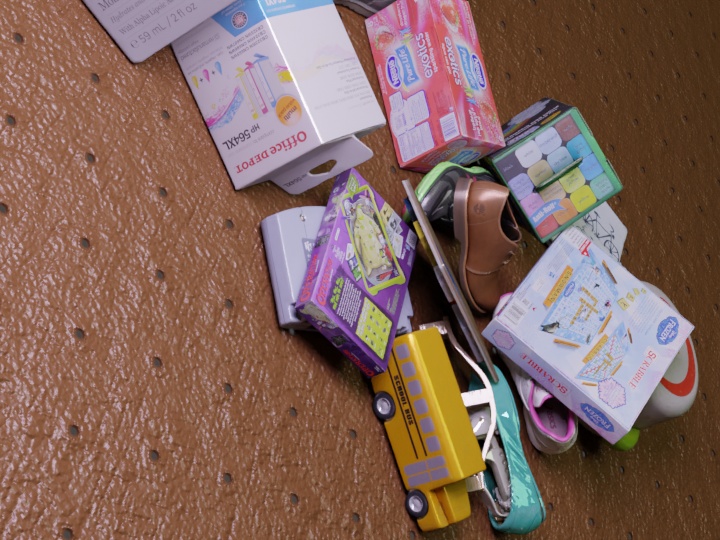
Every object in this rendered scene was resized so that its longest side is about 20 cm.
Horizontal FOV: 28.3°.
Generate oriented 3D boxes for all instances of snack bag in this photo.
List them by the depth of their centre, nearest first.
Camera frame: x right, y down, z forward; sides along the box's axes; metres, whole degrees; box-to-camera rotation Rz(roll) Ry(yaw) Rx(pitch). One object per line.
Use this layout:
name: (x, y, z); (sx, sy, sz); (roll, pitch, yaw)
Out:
snack bag: (0.314, -0.059, 1.991); (0.189, 0.021, 0.200); (50, 39, -21)

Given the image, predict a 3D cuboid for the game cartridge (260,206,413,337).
game cartridge: (-0.024, 0.001, 1.513); (0.199, 0.040, 0.134); (9, 67, -50)

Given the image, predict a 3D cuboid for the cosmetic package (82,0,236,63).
cosmetic package: (-0.194, -0.346, 1.378); (0.200, 0.164, 0.165); (51, 39, -19)

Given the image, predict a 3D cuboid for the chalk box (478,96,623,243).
chalk box: (0.232, -0.123, 1.759); (0.124, 0.124, 0.200); (57, 3, -13)

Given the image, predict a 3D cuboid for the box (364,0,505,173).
box: (0.089, -0.227, 1.729); (0.094, 0.102, 0.201); (7, 64, -50)

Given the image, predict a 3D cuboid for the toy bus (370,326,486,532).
toy bus: (0.072, 0.167, 1.505); (0.065, 0.078, 0.201); (-9, 78, -53)

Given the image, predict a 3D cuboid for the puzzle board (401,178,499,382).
puzzle board: (0.097, 0.014, 1.583); (0.151, 0.017, 0.200); (-109, 172, -47)

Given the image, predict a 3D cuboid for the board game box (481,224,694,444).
board game box: (0.271, 0.071, 1.687); (0.199, 0.041, 0.200); (41, 51, 4)

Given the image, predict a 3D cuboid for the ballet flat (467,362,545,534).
ballet flat: (0.148, 0.199, 1.600); (0.070, 0.067, 0.201); (-8, 74, -33)

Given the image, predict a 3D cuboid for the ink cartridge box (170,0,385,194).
ink cartridge box: (-0.079, -0.183, 1.464); (0.125, 0.128, 0.201); (-24, 90, -54)

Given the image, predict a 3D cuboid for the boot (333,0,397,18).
boot: (0.046, -0.380, 1.673); (0.181, 0.199, 0.073); (7, 65, -50)

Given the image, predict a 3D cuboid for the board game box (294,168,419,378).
board game box: (0.000, 0.000, 1.492); (0.120, 0.032, 0.201); (49, 38, -29)

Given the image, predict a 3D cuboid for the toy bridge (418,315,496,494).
toy bridge: (0.114, 0.145, 1.577); (0.027, 0.067, 0.201); (76, 4, -71)

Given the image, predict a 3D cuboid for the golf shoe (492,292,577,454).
golf shoe: (0.213, 0.119, 1.693); (0.092, 0.075, 0.201); (87, -18, -84)

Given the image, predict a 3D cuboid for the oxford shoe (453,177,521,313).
oxford shoe: (0.150, -0.021, 1.644); (0.201, 0.071, 0.072); (79, 20, -47)

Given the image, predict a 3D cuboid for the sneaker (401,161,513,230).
sneaker: (0.122, -0.079, 1.694); (0.084, 0.077, 0.200); (46, 31, 22)

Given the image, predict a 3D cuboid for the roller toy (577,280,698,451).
roller toy: (0.341, 0.109, 1.830); (0.182, 0.139, 0.201); (-34, 98, -54)
